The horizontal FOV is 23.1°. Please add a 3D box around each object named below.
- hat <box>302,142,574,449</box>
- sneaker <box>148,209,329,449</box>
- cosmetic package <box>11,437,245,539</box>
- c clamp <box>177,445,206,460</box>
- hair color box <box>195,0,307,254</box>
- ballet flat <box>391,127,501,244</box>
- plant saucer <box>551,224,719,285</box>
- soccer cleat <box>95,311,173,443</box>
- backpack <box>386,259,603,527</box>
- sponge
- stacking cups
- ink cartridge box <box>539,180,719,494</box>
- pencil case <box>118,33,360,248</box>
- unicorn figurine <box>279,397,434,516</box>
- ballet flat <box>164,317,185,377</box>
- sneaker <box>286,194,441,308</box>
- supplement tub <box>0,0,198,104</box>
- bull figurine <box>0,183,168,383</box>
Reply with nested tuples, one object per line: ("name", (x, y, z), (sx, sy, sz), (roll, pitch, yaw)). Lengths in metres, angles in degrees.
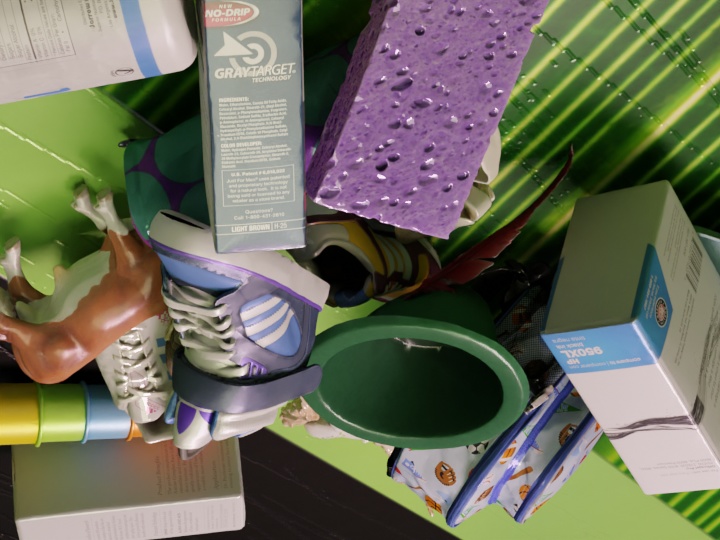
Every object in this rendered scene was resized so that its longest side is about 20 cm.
("hat", (0.059, 0.020, 1.346), (0.199, 0.177, 0.166), (3, 142, 7))
("sneaker", (-0.098, 0.052, 1.189), (0.080, 0.147, 0.200), (22, 176, 28))
("cosmetic package", (-0.205, 0.182, 1.558), (0.199, 0.102, 0.074), (-5, 147, -5))
("c clamp", (-0.091, 0.081, 1.436), (0.027, 0.171, 0.200), (37, 157, 7))
("hair color box", (-0.067, -0.121, 1.065), (0.060, 0.100, 0.201), (-5, 121, -7))
("ballet flat", (0.065, -0.071, 1.261), (0.067, 0.068, 0.200), (31, 150, 15))
("plant saucer", (0.257, 0.023, 1.447), (0.199, 0.036, 0.201), (11, 140, 10))
("soccer cleat", (-0.177, 0.067, 1.404), (0.069, 0.087, 0.200), (-12, 147, 4))
("backpack", (0.115, 0.122, 1.444), (0.190, 0.154, 0.200), (-40, 159, -18))
("sponge", (0.046, -0.125, 1.128), (0.111, 0.030, 0.201), (12, 108, -32))
("stacking cups", (-0.218, 0.122, 1.500), (0.199, 0.061, 0.061), (1, 146, -17))
("ink cartridge box", (0.228, 0.056, 1.355), (0.084, 0.145, 0.200), (-10, 131, 32))
("pencil case", (-0.066, -0.086, 1.202), (0.199, 0.085, 0.092), (-23, -178, 17))
("unicorn figurine", (0.018, 0.138, 1.588), (0.199, 0.074, 0.137), (22, 147, -19))
("ballet flat", (-0.127, 0.048, 1.332), (0.067, 0.046, 0.200), (-52, 175, -4))
("sneaker", (0.000, 0.000, 1.342), (0.075, 0.091, 0.200), (-26, 142, 26))
("supplement tub", (-0.201, -0.162, 1.008), (0.199, 0.133, 0.132), (-10, 147, 2))
("bull figurine", (-0.185, 0.002, 1.293), (0.200, 0.065, 0.122), (-39, 119, 3))
